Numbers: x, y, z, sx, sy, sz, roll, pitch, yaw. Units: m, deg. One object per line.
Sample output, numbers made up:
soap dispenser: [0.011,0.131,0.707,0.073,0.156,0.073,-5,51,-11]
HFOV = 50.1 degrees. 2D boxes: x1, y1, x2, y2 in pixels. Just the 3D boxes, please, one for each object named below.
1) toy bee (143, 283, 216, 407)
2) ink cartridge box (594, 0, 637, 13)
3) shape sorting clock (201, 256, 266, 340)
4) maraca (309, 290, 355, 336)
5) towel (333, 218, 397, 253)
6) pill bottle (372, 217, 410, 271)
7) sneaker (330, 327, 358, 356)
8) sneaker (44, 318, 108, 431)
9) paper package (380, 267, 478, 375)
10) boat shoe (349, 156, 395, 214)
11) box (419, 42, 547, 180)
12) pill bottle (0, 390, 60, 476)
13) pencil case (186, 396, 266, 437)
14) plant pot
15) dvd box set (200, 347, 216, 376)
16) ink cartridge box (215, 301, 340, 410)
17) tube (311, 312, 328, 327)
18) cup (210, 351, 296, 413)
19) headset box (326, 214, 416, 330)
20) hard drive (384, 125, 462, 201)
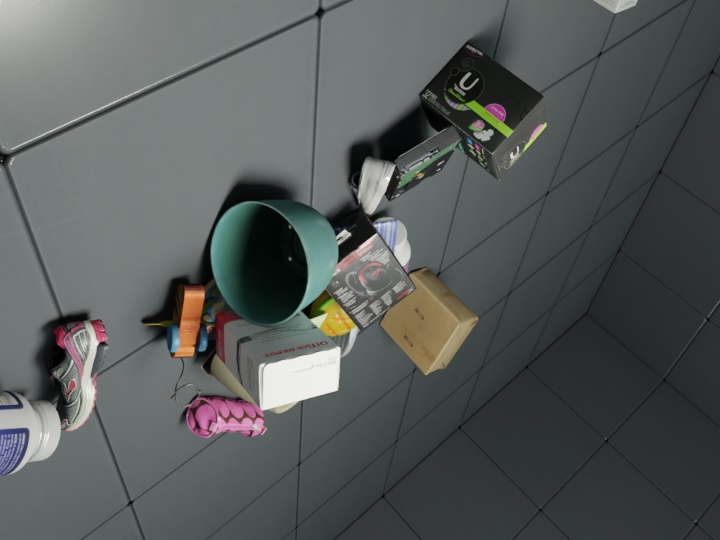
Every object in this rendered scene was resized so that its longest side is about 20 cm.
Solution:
toy bee: [-0.314,0.110,1.326,0.129,0.108,0.203,24,94,-32]
ink cartridge box: [0.506,-0.640,1.515,0.082,0.146,0.202,-27,147,-33]
shape sorting clock: [-0.231,0.055,1.426,0.199,0.039,0.202,-38,153,-23]
maraca: [-0.061,0.096,1.691,0.135,0.108,0.200,-2,144,-47]
towel: [-0.023,-0.031,1.560,0.195,0.024,0.147,-10,129,-18]
pill bottle: [0.053,-0.021,1.696,0.111,0.112,0.202,-34,152,-26]
sneaker: [-0.016,0.124,1.836,0.070,0.073,0.203,-14,139,-45]
sneaker: [-0.449,0.160,1.186,0.073,0.081,0.203,-1,121,-39]
paper package: [0.175,0.133,2.013,0.103,0.200,0.193,-8,136,-53]
boat shoe: [0.014,-0.164,1.474,0.200,0.067,0.073,131,-17,-80]
box: [0.239,-0.305,1.488,0.149,0.200,0.124,-46,155,-2]
pill bottle: [-0.532,0.232,1.090,0.121,0.120,0.199,-52,154,11]
pencil case: [-0.283,0.317,1.651,0.091,0.094,0.199,-52,154,9]
plant pot: [-0.128,-0.026,1.306,0.160,0.199,0.203,-23,147,-59]
dvd box set: [-0.217,0.143,1.546,0.147,0.029,0.199,-49,163,14]
ink cartridge box: [-0.140,0.134,1.277,0.142,0.199,0.086,-10,116,-29]
tube: [-0.138,0.157,1.652,0.201,0.051,0.059,-53,-164,42]
cup: [-0.164,0.182,1.463,0.199,0.143,0.201,-39,163,-15]
headset box: [0.000,0.000,1.525,0.147,0.075,0.201,-36,130,4]
hard drive: [0.116,-0.208,1.518,0.138,0.038,0.200,-32,175,-9]
